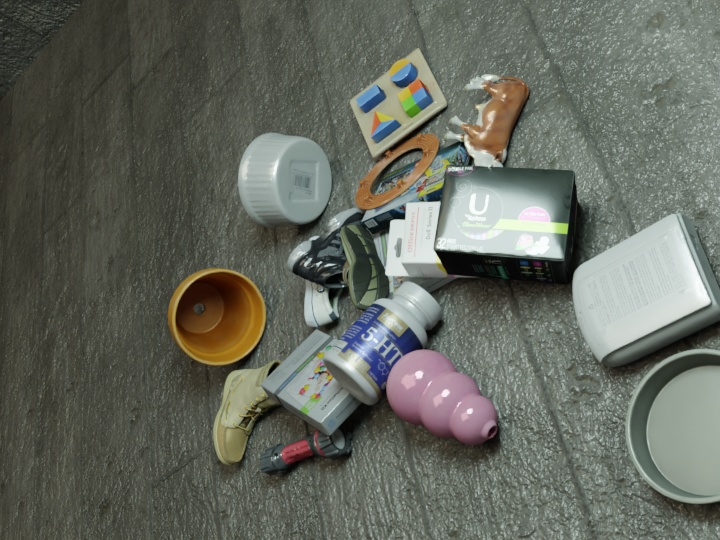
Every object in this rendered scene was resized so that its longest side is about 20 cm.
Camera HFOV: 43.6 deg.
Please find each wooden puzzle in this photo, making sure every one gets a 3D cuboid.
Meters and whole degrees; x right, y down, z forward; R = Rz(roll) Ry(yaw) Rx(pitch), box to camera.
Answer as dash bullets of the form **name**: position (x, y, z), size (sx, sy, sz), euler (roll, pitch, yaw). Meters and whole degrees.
- **wooden puzzle**: position (0.066, -0.345, 1.815), size (0.185, 0.046, 0.200), euler (-35, 47, 19)

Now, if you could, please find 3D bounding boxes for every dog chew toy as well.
- **dog chew toy**: position (0.135, 0.208, 1.430), size (0.200, 0.124, 0.125), euler (29, 93, 42)

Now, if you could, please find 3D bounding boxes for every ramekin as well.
- **ramekin**: position (-0.150, -0.187, 1.873), size (0.098, 0.200, 0.201), euler (5, 74, 39)

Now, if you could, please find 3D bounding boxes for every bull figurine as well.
- **bull figurine**: position (0.223, -0.257, 1.591), size (0.121, 0.065, 0.200), euler (24, 78, 8)

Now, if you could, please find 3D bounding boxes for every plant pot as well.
- **plant pot**: position (-0.326, 0.090, 1.936), size (0.183, 0.200, 0.201), euler (11, 79, 65)

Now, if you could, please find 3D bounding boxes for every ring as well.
- **ring**: position (0.065, -0.194, 1.719), size (0.200, 0.019, 0.201), euler (-34, 25, 18)

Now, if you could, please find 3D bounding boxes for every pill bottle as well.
- **pill bottle**: position (0.043, 0.119, 1.532), size (0.200, 0.120, 0.120), euler (-47, 37, -17)

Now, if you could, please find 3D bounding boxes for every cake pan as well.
- **cake pan**: position (0.442, 0.203, 1.164), size (0.200, 0.037, 0.201), euler (-23, 55, 38)

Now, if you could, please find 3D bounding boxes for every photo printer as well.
- **photo printer**: position (0.397, 0.034, 1.273), size (0.200, 0.069, 0.167), euler (-34, 49, 32)

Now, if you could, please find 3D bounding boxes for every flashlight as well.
- **flashlight**: position (-0.106, 0.333, 1.657), size (0.200, 0.068, 0.068), euler (-27, 48, 34)

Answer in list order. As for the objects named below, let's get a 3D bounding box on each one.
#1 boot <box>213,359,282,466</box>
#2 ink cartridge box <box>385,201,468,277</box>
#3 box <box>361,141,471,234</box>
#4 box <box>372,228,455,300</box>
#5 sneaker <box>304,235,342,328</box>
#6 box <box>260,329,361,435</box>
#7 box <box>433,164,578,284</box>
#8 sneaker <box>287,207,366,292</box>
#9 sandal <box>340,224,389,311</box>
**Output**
- **boot**: position (-0.215, 0.283, 1.794), size (0.155, 0.073, 0.200), euler (-20, 52, 43)
- **ink cartridge box**: position (0.136, -0.052, 1.530), size (0.199, 0.067, 0.117), euler (-1, 67, 16)
- **box**: position (0.104, -0.152, 1.663), size (0.200, 0.038, 0.137), euler (-20, 33, 40)
- **box**: position (0.093, -0.024, 1.647), size (0.200, 0.041, 0.156), euler (-32, 50, 33)
- **sneaker**: position (-0.068, 0.020, 1.787), size (0.071, 0.073, 0.200), euler (-12, 62, 18)
- **box**: position (-0.069, 0.200, 1.647), size (0.156, 0.041, 0.200), euler (-44, 37, -19)
- **box**: position (0.230, -0.071, 1.404), size (0.200, 0.124, 0.149), euler (4, 73, 18)
- **sneaker**: position (-0.037, -0.034, 1.745), size (0.200, 0.076, 0.114), euler (-38, 65, -22)
- **sandal**: position (0.001, 0.000, 1.656), size (0.057, 0.080, 0.201), euler (-55, 31, 37)
